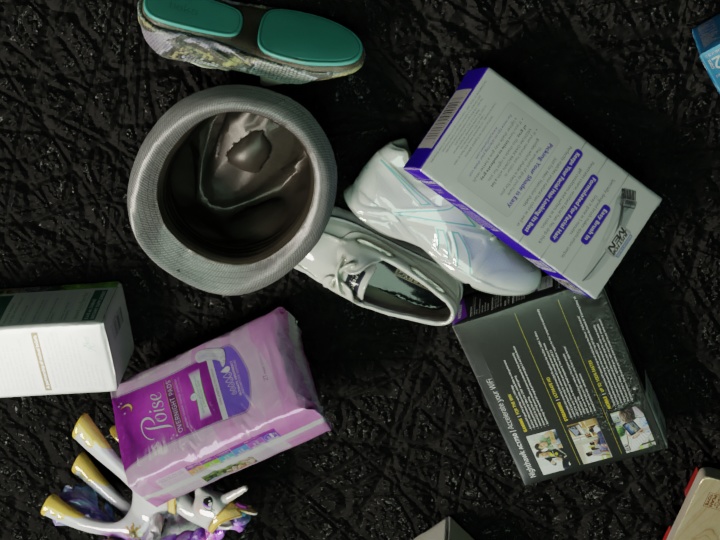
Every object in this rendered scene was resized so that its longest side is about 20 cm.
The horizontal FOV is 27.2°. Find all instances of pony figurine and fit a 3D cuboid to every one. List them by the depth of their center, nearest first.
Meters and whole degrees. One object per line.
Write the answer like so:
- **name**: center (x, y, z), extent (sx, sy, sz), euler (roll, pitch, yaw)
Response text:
- **pony figurine**: center (-0.219, 0.258, 1.512), extent (0.200, 0.167, 0.194), euler (28, 110, 8)

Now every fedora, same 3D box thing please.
- **fedora**: center (-0.109, -0.086, 1.330), extent (0.176, 0.090, 0.200), euler (25, 118, -8)

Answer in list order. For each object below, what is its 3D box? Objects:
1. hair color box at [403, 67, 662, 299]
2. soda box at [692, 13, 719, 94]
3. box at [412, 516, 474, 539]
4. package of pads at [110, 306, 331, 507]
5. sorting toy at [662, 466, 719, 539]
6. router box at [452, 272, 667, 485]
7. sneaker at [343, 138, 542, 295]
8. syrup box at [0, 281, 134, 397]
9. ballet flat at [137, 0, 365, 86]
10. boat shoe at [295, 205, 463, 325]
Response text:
- **hair color box**: center (0.150, -0.076, 1.300), extent (0.200, 0.065, 0.109), euler (35, 87, -12)
- **soda box**: center (0.380, -0.210, 1.226), extent (0.200, 0.064, 0.068), euler (-27, 113, 19)
- **box**: center (0.124, 0.363, 1.560), extent (0.095, 0.078, 0.200), euler (-39, 109, 24)
- **package of pads**: center (-0.136, 0.130, 1.420), extent (0.199, 0.121, 0.076), euler (-24, 147, 9)
- **sorting toy**: center (0.399, 0.289, 1.496), extent (0.198, 0.070, 0.201), euler (15, 119, -3)
- **router box**: center (0.192, 0.099, 1.422), extent (0.149, 0.051, 0.200), euler (-17, 115, 17)
- **sneaker**: center (0.087, -0.045, 1.345), extent (0.200, 0.070, 0.080), euler (30, 111, -11)
- **syrup box**: center (-0.329, 0.069, 1.445), extent (0.199, 0.079, 0.082), euler (-3, 119, 8)
- **ballet flat**: center (-0.095, -0.196, 1.292), extent (0.200, 0.072, 0.072), euler (13, 119, -1)
- **boat shoe**: center (0.000, 0.000, 1.380), extent (0.199, 0.066, 0.072), euler (25, 119, -8)
